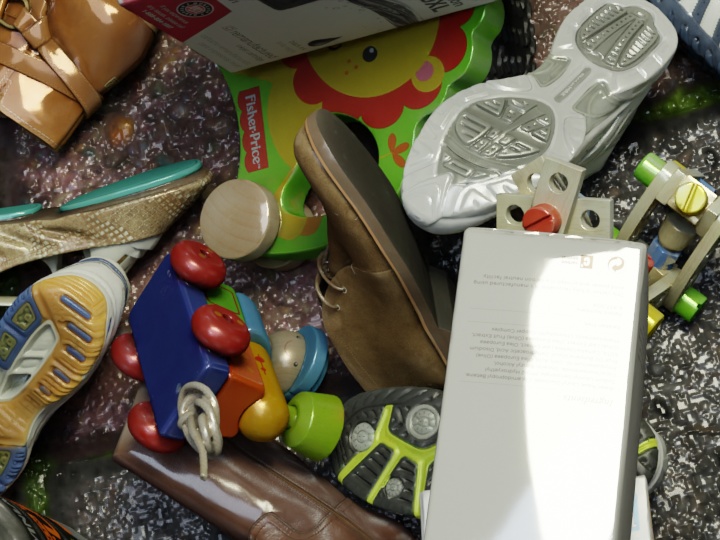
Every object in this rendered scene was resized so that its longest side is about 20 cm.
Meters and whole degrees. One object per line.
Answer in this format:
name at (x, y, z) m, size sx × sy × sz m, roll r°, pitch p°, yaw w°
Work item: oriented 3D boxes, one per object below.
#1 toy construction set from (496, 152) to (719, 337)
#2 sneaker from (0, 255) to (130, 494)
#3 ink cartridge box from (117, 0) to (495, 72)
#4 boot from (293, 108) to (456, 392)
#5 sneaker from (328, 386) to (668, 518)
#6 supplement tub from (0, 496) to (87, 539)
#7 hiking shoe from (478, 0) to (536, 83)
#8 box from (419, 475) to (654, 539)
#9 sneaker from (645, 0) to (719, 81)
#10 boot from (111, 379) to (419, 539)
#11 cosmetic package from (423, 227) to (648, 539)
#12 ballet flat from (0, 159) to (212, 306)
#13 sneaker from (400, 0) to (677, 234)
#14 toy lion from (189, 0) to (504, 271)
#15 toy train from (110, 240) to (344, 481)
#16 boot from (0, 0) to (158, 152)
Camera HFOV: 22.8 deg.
toy construction set at (0.144, -0.007, 0.971) m, size 0.092 × 0.200 × 0.131 m, roll 47°, pitch 119°, yaw 27°
sneaker at (-0.204, 0.071, 1.062) m, size 0.200 × 0.088 × 0.075 m, roll -42°, pitch 95°, yaw 21°
ink cartridge box at (-0.015, -0.184, 0.955) m, size 0.199 × 0.145 × 0.084 m, roll -13°, pitch 76°, yaw 19°
boot at (0.000, 0.000, 0.991) m, size 0.075 × 0.200 × 0.074 m, roll -19°, pitch 37°, yaw 14°
sneaker at (0.075, 0.109, 1.003) m, size 0.199 × 0.076 × 0.076 m, roll 4°, pitch 77°, yaw 26°
supplement tub at (-0.213, 0.180, 0.963) m, size 0.122 × 0.200 × 0.123 m, roll -2°, pitch 74°, yaw 9°
hiking shoe at (0.050, -0.163, 1.093) m, size 0.100 × 0.076 × 0.201 m, roll -7°, pitch 71°, yaw 26°
box at (0.097, 0.173, 0.910) m, size 0.112 × 0.200 × 0.102 m, roll -5°, pitch 73°, yaw 8°
sneaker at (0.204, -0.142, 1.054) m, size 0.084 × 0.075 × 0.200 m, roll -17°, pitch 65°, yaw 9°
boot at (-0.071, 0.140, 0.971) m, size 0.200 × 0.186 × 0.064 m, roll 35°, pitch 110°, yaw 14°
cosmetic package at (0.077, 0.095, 0.777) m, size 0.085 × 0.108 × 0.201 m, roll 6°, pitch 69°, yaw 11°
ballet flat at (-0.181, -0.016, 1.095) m, size 0.199 × 0.071 × 0.065 m, roll -13°, pitch 100°, yaw 9°
sneaker at (0.103, -0.070, 1.022) m, size 0.200 × 0.099 × 0.078 m, roll -35°, pitch 64°, yaw -24°
toy lion at (-0.005, -0.113, 1.047) m, size 0.191 × 0.069 × 0.201 m, roll -12°, pitch 77°, yaw 26°
toy train at (-0.058, 0.074, 0.970) m, size 0.085 × 0.116 × 0.200 m, roll -56°, pitch 29°, yaw 18°
boot at (-0.223, -0.180, 1.137) m, size 0.200 × 0.074 × 0.155 m, roll 32°, pitch 86°, yaw 19°
